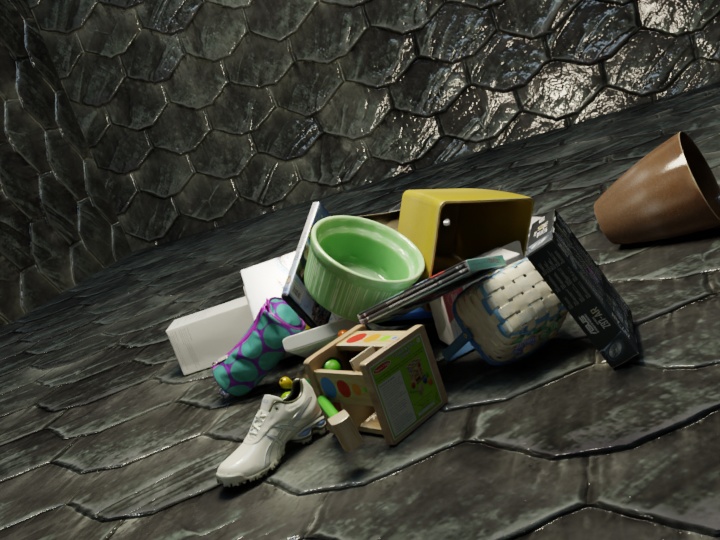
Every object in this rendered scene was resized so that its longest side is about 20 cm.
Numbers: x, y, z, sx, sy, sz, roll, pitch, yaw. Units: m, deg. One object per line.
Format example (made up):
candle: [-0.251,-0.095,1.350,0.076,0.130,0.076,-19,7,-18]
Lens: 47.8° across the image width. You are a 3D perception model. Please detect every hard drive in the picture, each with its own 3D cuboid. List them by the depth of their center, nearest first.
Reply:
hard drive: [-0.051,0.123,1.450,0.131,0.026,0.200,-18,-12,6]

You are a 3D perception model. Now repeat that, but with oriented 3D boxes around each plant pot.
plant pot: [0.169,-0.059,1.480,0.199,0.201,0.176,-4,24,-27]
plant pot: [0.551,-0.130,1.529,0.200,0.187,0.187,-28,7,33]

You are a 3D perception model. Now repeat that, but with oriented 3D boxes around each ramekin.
ramekin: [0.000,0.000,1.380,0.199,0.098,0.200,15,30,-9]

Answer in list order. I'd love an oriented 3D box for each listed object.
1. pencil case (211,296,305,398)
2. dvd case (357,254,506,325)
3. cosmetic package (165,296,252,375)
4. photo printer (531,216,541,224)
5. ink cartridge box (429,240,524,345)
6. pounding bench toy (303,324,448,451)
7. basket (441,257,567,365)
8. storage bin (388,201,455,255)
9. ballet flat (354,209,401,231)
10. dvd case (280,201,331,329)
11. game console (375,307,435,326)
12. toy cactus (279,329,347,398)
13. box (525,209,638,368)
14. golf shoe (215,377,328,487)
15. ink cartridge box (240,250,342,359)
pencil case: [-0.187,0.139,1.461,0.200,0.092,0.085,-49,27,23]
dvd case: [0.110,0.029,1.236,0.200,0.022,0.146,-27,-9,29]
cosmetic package: [-0.301,0.136,1.748,0.199,0.113,0.081,-17,14,4]
photo printer: [0.316,-0.063,1.760,0.166,0.070,0.200,-25,15,-20]
ink cartridge box: [0.220,0.038,1.391,0.199,0.117,0.067,-24,20,-18]
pounding bench toy: [-0.008,0.175,1.161,0.200,0.125,0.156,-31,17,-39]
basket: [0.222,0.073,1.258,0.176,0.139,0.200,-26,-13,-19]
storage bin: [0.143,-0.037,1.663,0.134,0.201,0.146,0,21,29]
ballet flat: [0.036,-0.091,1.574,0.199,0.046,0.067,-8,39,-4]
dvd case: [-0.075,-0.002,1.463,0.017,0.143,0.201,0,57,28]
game console: [0.087,0.035,1.483,0.199,0.177,0.116,-2,-25,-25]
toy cactus: [-0.065,0.173,1.354,0.200,0.102,0.165,-38,11,-30]
box: [0.315,0.021,1.154,0.043,0.200,0.160,-36,7,23]
golf shoe: [-0.139,0.231,1.185,0.078,0.098,0.200,-2,24,47]
ink cartridge box: [-0.112,0.060,1.601,0.199,0.147,0.145,-20,57,-2]
